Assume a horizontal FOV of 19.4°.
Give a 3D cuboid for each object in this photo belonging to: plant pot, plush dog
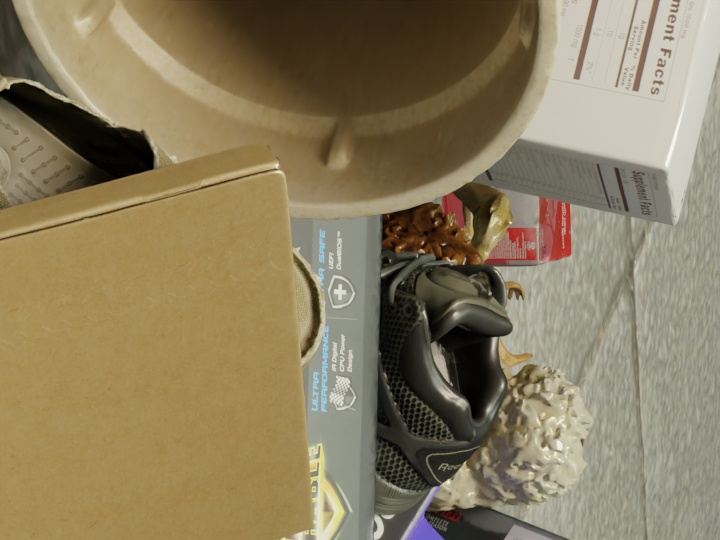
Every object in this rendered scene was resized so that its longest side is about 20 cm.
[{"bbox_3d":[-0.010,-0.153,0.797,0.184,0.200,0.201,-72,160,-45],"label":"plant pot"},{"bbox_3d":[0.007,0.032,1.076,0.160,0.200,0.172,-12,104,-23],"label":"plush dog"}]

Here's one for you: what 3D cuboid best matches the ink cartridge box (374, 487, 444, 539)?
[{"bbox_3d":[-0.039,0.126,0.936,0.043,0.200,0.198,-41,-172,40],"label":"ink cartridge box"}]

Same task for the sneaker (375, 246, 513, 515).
[{"bbox_3d":[0.000,0.000,0.946,0.076,0.114,0.199,-14,70,-50],"label":"sneaker"}]

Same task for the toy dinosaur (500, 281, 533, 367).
[{"bbox_3d":[0.057,0.019,1.321,0.106,0.060,0.200,71,22,-3],"label":"toy dinosaur"}]

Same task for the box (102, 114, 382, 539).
[{"bbox_3d":[-0.068,0.043,0.844,0.159,0.046,0.200,5,86,-35],"label":"box"}]

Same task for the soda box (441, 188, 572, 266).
[{"bbox_3d":[0.086,-0.104,1.252,0.070,0.063,0.200,-13,102,-67],"label":"soda box"}]

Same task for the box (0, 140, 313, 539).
[{"bbox_3d":[-0.115,0.052,0.727,0.200,0.021,0.164,-16,126,-18],"label":"box"}]

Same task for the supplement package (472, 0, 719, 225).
[{"bbox_3d":[0.056,-0.103,0.946,0.114,0.200,0.110,48,55,-75],"label":"supplement package"}]

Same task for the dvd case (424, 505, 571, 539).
[{"bbox_3d":[0.013,0.203,1.047,0.022,0.146,0.200,42,74,-32],"label":"dvd case"}]

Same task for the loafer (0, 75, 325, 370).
[{"bbox_3d":[-0.087,-0.009,0.762,0.200,0.067,0.076,28,73,-31],"label":"loafer"}]

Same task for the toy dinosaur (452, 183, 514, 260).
[{"bbox_3d":[0.044,-0.082,1.144,0.101,0.058,0.200,-50,-128,51],"label":"toy dinosaur"}]
